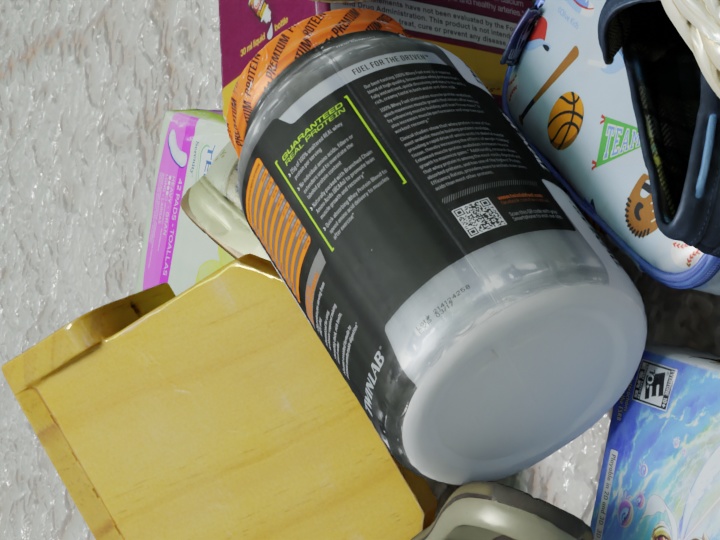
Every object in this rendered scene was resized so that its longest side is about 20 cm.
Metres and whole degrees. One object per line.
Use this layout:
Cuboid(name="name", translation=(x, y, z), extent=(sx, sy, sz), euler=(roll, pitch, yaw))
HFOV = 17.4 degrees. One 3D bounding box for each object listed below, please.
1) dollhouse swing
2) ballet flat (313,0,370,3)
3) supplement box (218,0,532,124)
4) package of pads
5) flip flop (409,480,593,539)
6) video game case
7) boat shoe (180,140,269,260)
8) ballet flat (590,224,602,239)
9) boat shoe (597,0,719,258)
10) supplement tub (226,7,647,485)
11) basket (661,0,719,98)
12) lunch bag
Cuboid(name="dollhouse swing", translation=(-0.048, 0.087, 1.186), extent=(0.176, 0.182, 0.200), euler=(-31, 88, 17))
Cuboid(name="ballet flat", translation=(0.050, -0.182, 1.087), extent=(0.065, 0.200, 0.071), euler=(-111, 1, -60))
Cuboid(name="supplement box", translation=(0.004, -0.171, 1.177), extent=(0.103, 0.131, 0.200), euler=(-29, 59, 53))
Cuboid(name="package of pads", translation=(-0.051, -0.007, 1.292), extent=(0.200, 0.068, 0.155), euler=(20, 101, 56))
Cuboid(name="flip flop", translation=(0.053, 0.149, 1.022), extent=(0.200, 0.081, 0.058), euler=(111, 176, -65))
Cuboid(name="video game case", translation=(0.156, 0.142, 0.941), extent=(0.181, 0.045, 0.200), euler=(17, 98, 58))
Cuboid(name="boat shoe", translation=(0.000, 0.000, 1.150), extent=(0.200, 0.073, 0.063), euler=(37, 96, 17))
Cuboid(name="ballet flat", translation=(0.069, -0.024, 1.113), extent=(0.070, 0.067, 0.200), euler=(-51, 40, 10))
Cuboid(name="boat shoe", translation=(0.124, -0.099, 0.882), extent=(0.084, 0.069, 0.200), euler=(122, 142, -48))
Cuboid(name="supplement tub", translation=(0.025, -0.016, 1.008), extent=(0.200, 0.122, 0.123), euler=(58, 132, 37))
Cuboid(name="basket", translation=(0.177, -0.127, 0.810), extent=(0.200, 0.136, 0.123), euler=(58, 148, 3))
Cuboid(name="lunch bag", translation=(0.142, -0.091, 0.989), extent=(0.200, 0.076, 0.160), euler=(52, 125, 49))
